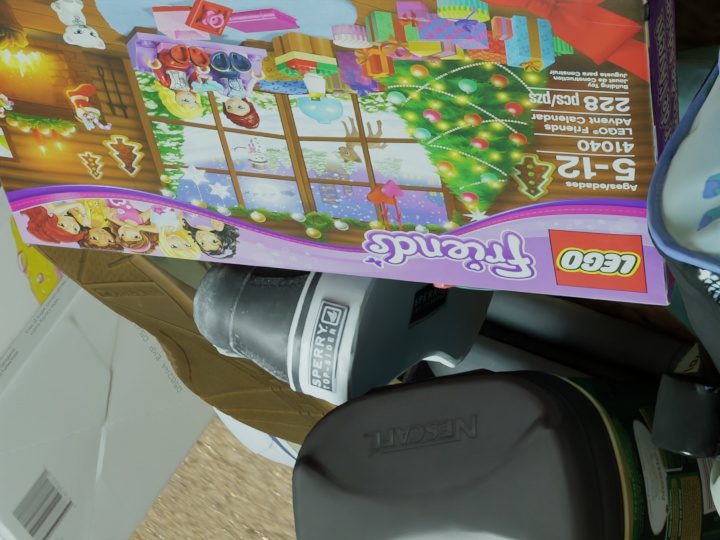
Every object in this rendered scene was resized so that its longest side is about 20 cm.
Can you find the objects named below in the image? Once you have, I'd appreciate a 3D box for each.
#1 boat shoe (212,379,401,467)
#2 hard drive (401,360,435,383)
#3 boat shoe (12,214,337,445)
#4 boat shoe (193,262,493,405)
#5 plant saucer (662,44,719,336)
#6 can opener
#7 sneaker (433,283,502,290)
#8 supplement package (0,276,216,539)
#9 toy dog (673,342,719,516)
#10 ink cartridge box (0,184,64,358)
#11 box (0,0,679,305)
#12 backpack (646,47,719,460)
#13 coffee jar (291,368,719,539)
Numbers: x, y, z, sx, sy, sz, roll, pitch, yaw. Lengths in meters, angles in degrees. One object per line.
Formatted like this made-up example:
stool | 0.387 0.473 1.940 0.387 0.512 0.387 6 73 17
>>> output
boat shoe | 0.002 0.069 1.154 0.062 0.072 0.200 -14 137 39
hard drive | 0.093 0.119 1.031 0.200 0.135 0.042 42 125 -12
boat shoe | -0.045 0.002 0.929 0.072 0.072 0.200 -1 148 44
boat shoe | -0.001 0.003 0.874 0.068 0.074 0.199 16 -161 17
plant saucer | 0.159 -0.009 0.777 0.200 0.036 0.200 30 157 14
can opener | 0.116 0.057 0.957 0.200 0.053 0.066 21 156 32
sneaker | 0.020 -0.051 0.806 0.200 0.096 0.079 19 111 36
supplement package | -0.204 0.045 1.269 0.200 0.151 0.152 21 155 32
toy dog | 0.159 0.067 0.756 0.132 0.096 0.200 34 159 1
ink cartridge box | -0.191 -0.057 0.965 0.147 0.200 0.145 12 149 46
box | -0.013 -0.055 0.685 0.200 0.039 0.137 5 142 15
backpack | 0.175 -0.034 0.501 0.200 0.183 0.147 18 155 26
coffee jar | 0.054 0.079 0.830 0.104 0.085 0.200 -11 172 20
